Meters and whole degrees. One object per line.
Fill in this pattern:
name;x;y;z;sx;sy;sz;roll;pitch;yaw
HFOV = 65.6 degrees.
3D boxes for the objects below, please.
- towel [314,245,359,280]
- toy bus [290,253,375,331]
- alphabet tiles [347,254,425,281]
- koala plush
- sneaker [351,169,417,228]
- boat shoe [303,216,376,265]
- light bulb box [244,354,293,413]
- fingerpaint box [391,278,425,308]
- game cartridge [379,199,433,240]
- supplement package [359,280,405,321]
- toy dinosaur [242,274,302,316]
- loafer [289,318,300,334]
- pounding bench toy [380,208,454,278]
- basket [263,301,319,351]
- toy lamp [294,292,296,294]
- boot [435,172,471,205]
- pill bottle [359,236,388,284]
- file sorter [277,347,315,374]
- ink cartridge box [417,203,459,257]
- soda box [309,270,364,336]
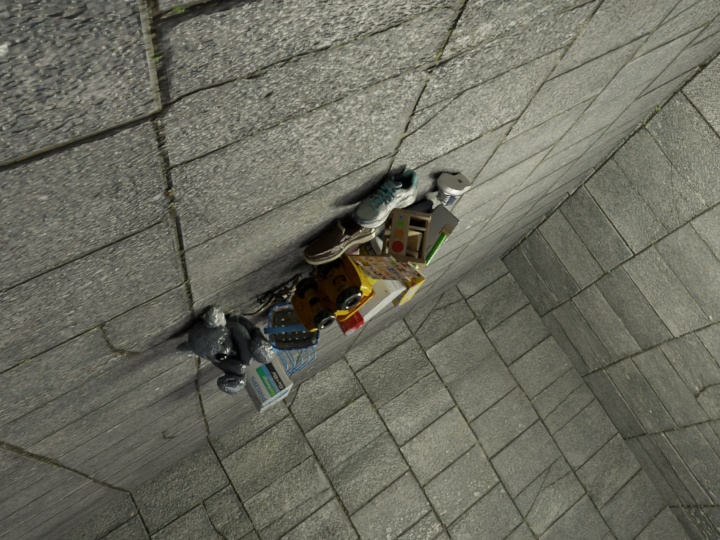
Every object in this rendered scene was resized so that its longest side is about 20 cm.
towel;-0.065;-0.045;1.499;0.144;0.030;0.201;-34;161;-14
toy bus;-0.058;0.070;1.481;0.199;0.137;0.191;-40;153;11
alphabet tiles;0.067;-0.005;1.481;0.195;0.008;0.166;3;159;38
koala plush;-0.354;0.180;1.399;0.177;0.185;0.199;-45;144;10
sneaker;0.058;-0.178;1.315;0.198;0.078;0.087;-36;158;-27
boat shoe;-0.053;-0.088;1.360;0.199;0.075;0.076;-29;143;-19
light bulb box;-0.335;0.353;1.894;0.123;0.201;0.201;-29;168;-23
fingerpaint box;0.127;0.012;1.916;0.072;0.169;0.201;-27;165;-20
game cartridge;0.130;-0.134;1.699;0.131;0.041;0.201;-29;166;-38
supplement package;0.019;0.058;1.827;0.199;0.158;0.110;-41;166;30
toy dinosaur;-0.237;0.076;1.508;0.196;0.048;0.088;-31;174;-4
loafer;-0.170;0.127;1.815;0.200;0.068;0.076;-45;-179;-41
pounding bench toy;0.154;-0.062;1.534;0.193;0.161;0.125;8;164;1
basket;-0.199;0.164;1.643;0.170;0.144;0.200;-3;-178;-10
toy lamp;-0.136;0.064;1.685;0.058;0.059;0.199;-38;166;21
boot;0.249;-0.222;1.596;0.091;0.073;0.198;-47;164;28
pill bottle;0.000;0.000;1.672;0.198;0.114;0.112;-38;166;15
file sorter;-0.280;0.323;2.099;0.138;0.125;0.198;-39;167;27
ink cartridge box;0.215;-0.113;1.713;0.146;0.083;0.200;-50;180;0
soda box;-0.067;0.083;1.597;0.069;0.203;0.064;-31;166;-8
